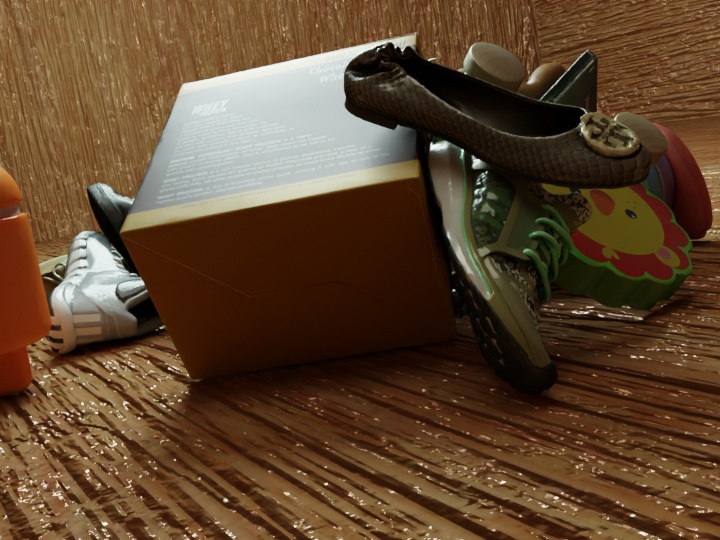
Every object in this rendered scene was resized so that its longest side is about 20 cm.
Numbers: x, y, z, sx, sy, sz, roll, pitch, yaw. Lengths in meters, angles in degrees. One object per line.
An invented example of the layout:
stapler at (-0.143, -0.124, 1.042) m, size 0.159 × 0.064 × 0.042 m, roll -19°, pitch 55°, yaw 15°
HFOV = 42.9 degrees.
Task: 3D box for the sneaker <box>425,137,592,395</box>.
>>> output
sneaker at (0.094, -0.020, 0.530) m, size 0.088 × 0.077 × 0.201 m, roll -17°, pitch 44°, yaw 8°

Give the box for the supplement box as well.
supplement box at (-0.038, -0.051, 0.668) m, size 0.195 × 0.134 × 0.201 m, roll -10°, pitch 38°, yaw 10°

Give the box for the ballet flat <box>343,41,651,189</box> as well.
ballet flat at (0.078, -0.097, 0.549) m, size 0.198 × 0.047 × 0.067 m, roll 22°, pitch 34°, yaw 23°

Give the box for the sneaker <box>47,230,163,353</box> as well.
sneaker at (-0.233, 0.019, 0.905) m, size 0.114 × 0.076 × 0.201 m, roll -3°, pitch 27°, yaw -5°

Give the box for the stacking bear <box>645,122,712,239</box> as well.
stacking bear at (0.195, -0.055, 0.812) m, size 0.198 × 0.115 × 0.121 m, roll -20°, pitch 12°, yaw -30°

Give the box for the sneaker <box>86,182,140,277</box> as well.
sneaker at (-0.204, -0.037, 0.990) m, size 0.104 × 0.200 × 0.060 m, roll -31°, pitch -24°, yaw -23°

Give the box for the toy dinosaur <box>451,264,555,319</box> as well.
toy dinosaur at (0.061, 0.011, 0.736) m, size 0.197 × 0.048 × 0.088 m, roll -3°, pitch 4°, yaw 19°

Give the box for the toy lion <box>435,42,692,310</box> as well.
toy lion at (0.144, -0.061, 0.659) m, size 0.198 × 0.069 × 0.193 m, roll 26°, pitch 40°, yaw -3°

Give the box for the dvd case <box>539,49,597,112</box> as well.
dvd case at (0.165, -0.097, 0.845) m, size 0.149 × 0.016 × 0.200 m, roll -47°, pitch -21°, yaw -3°

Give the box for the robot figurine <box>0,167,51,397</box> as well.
robot figurine at (-0.308, -0.001, 0.705) m, size 0.115 × 0.203 × 0.144 m, roll -7°, pitch 10°, yaw 18°

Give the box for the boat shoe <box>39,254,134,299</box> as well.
boat shoe at (-0.281, 0.016, 1.008) m, size 0.198 × 0.074 × 0.063 m, roll -5°, pitch 3°, yaw -19°

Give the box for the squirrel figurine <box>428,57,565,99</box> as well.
squirrel figurine at (0.060, -0.140, 0.868) m, size 0.186 × 0.143 × 0.200 m, roll 30°, pitch 42°, yaw 23°
